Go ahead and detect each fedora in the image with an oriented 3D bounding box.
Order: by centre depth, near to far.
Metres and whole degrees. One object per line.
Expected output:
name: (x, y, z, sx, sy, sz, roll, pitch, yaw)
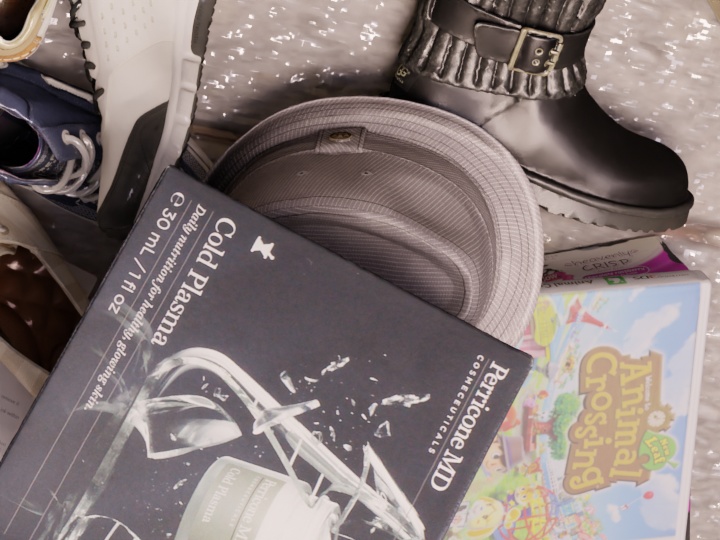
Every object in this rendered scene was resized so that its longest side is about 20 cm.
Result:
fedora: (0.000, 0.000, 1.152, 0.200, 0.090, 0.177, 8, 104, 0)

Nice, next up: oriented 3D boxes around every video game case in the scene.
video game case: (0.110, 0.099, 1.272, 0.182, 0.022, 0.200, -4, 115, -13)

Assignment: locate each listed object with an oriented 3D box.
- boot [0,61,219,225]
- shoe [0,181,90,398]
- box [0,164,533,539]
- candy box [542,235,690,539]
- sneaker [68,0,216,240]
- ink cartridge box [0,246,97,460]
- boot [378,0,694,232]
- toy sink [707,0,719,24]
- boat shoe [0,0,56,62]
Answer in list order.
boot: (-0.156, -0.058, 1.144, 0.200, 0.090, 0.073, 24, 106, -26)
shoe: (-0.183, 0.008, 1.155, 0.070, 0.053, 0.200, -42, 104, -20)
box: (-0.053, 0.089, 1.036, 0.196, 0.124, 0.200, 28, 79, 1)
candy box: (0.130, 0.089, 1.321, 0.136, 0.061, 0.200, -10, 117, -12)
sneaker: (-0.119, -0.112, 1.112, 0.080, 0.074, 0.200, 11, 72, -11)
ink cartridge box: (-0.268, 0.039, 1.170, 0.200, 0.045, 0.176, 29, 76, -19)
boot: (0.120, -0.116, 1.208, 0.211, 0.079, 0.158, 16, 109, -23)
toy sink: (0.284, -0.206, 1.197, 0.200, 0.112, 0.130, -34, 120, 1)
boat shoe: (-0.161, -0.202, 1.066, 0.075, 0.068, 0.200, 4, 97, -19)
